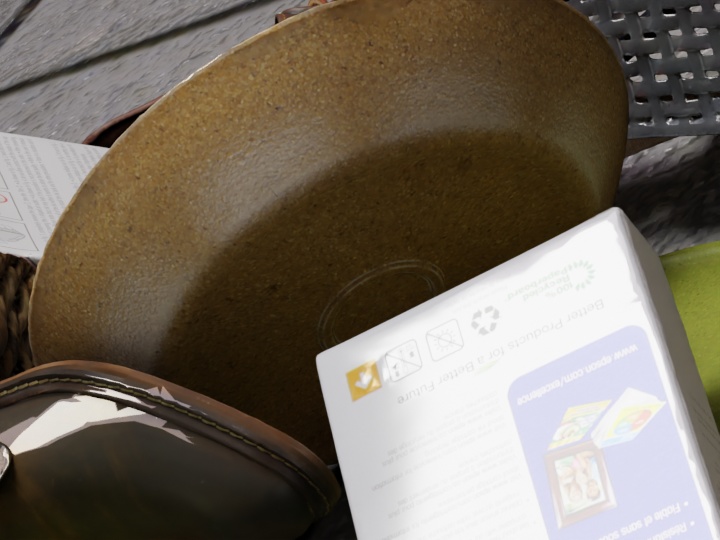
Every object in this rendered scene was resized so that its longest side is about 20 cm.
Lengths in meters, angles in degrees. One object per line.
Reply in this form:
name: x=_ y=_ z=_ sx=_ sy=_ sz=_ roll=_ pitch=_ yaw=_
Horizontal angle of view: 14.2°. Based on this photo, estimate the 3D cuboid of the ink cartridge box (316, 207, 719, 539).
ink cartridge box: x=0.054 y=0.087 z=0.720 sx=0.094 sy=0.037 sz=0.201 roll=-26 pitch=51 yaw=16

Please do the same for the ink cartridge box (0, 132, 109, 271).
ink cartridge box: x=-0.098 y=-0.006 z=0.999 sx=0.199 sy=0.050 sz=0.161 roll=6 pitch=16 yaw=-17

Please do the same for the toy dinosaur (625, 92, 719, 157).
toy dinosaur: x=0.076 y=-0.044 z=0.983 sx=0.199 sy=0.061 sz=0.106 roll=-11 pitch=30 yaw=43

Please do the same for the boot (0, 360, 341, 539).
boot: x=-0.106 y=0.081 z=0.841 sx=0.199 sy=0.075 sz=0.097 roll=5 pitch=56 yaw=27

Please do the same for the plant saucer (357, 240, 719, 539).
plant saucer: x=0.075 y=0.050 z=0.815 sx=0.199 sy=0.031 sz=0.200 roll=-29 pitch=23 yaw=13

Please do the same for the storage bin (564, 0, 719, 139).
storage bin: x=0.154 y=-0.114 z=0.912 sx=0.199 sy=0.094 sz=0.135 roll=0 pitch=27 yaw=38

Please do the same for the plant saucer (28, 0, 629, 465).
plant saucer: x=0.000 y=0.000 z=0.866 sx=0.200 sy=0.200 sz=0.036 roll=-32 pitch=55 yaw=2

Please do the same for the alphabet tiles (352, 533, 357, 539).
alphabet tiles: x=0.077 y=0.060 z=0.839 sx=0.199 sy=0.008 sz=0.167 roll=-18 pitch=27 yaw=32

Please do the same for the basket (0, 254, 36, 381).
basket: x=-0.212 y=0.026 z=1.117 sx=0.148 sy=0.143 sz=0.200 roll=-29 pitch=23 yaw=9

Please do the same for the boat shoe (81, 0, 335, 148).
boat shoe: x=-0.016 y=-0.071 z=1.148 sx=0.199 sy=0.071 sz=0.070 roll=-31 pitch=21 yaw=3
